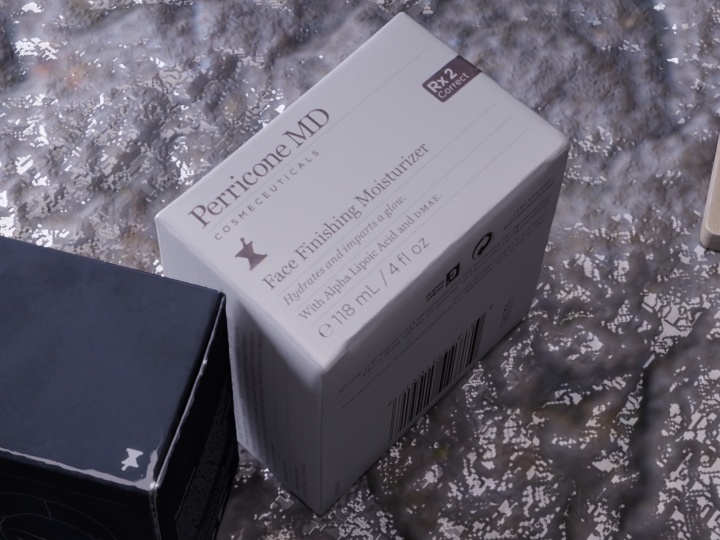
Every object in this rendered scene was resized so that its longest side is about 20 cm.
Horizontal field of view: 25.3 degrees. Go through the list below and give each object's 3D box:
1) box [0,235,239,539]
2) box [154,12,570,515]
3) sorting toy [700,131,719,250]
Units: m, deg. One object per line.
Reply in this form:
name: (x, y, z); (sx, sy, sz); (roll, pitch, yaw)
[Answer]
box: (-0.178, 0.086, 0.873); (0.199, 0.197, 0.125); (14, 60, 6)
box: (0.000, 0.000, 0.926); (0.131, 0.200, 0.199); (39, 66, 19)
sorting toy: (0.344, -0.093, 1.064); (0.197, 0.070, 0.201); (14, 60, 7)
